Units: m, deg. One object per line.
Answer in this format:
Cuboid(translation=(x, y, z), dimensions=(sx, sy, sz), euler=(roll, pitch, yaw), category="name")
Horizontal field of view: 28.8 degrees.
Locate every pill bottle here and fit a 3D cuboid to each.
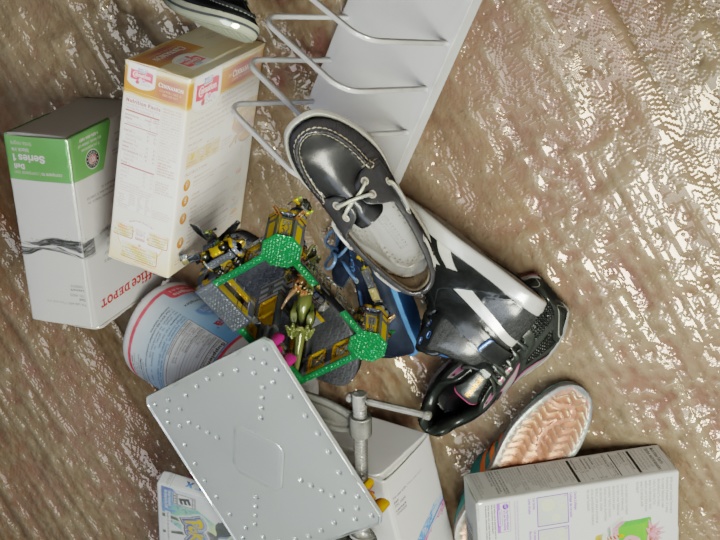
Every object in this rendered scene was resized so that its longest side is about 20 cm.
Cuboid(translation=(-0.141, 0.097, 1.431), dimensions=(0.199, 0.108, 0.110), euler=(27, 121, 33), category="pill bottle")

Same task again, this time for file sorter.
Cuboid(translation=(-0.011, -0.195, 1.248), dimensions=(0.139, 0.124, 0.201), euler=(45, 125, 32), category="file sorter")

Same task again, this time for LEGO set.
Cuboid(translation=(-0.062, 0.008, 1.319), dimensions=(0.153, 0.116, 0.200), euler=(-35, 118, 29), category="LEGO set")

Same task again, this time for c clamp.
Cuboid(translation=(-0.020, 0.191, 1.322), dimensions=(0.170, 0.027, 0.202), euler=(19, 123, 24), category="c clamp")

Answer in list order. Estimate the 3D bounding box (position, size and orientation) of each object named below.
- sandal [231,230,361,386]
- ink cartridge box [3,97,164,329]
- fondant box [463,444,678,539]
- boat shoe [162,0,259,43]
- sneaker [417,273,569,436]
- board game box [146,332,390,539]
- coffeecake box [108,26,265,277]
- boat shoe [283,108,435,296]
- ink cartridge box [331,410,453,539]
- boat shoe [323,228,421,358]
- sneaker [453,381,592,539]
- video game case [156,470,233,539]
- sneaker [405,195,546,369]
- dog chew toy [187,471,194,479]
Cuboid(translation=(-0.067, 0.032, 1.447), dimensions=(0.200, 0.043, 0.076), euler=(47, 115, 12), category="sandal")
Cuboid(translation=(-0.278, -0.060, 1.437), dimensions=(0.084, 0.146, 0.202), euler=(6, 112, 23), category="ink cartridge box")
Cuboid(translation=(0.203, 0.258, 1.350), dimensions=(0.198, 0.058, 0.146), euler=(-7, 111, -7), category="fondant box")
Cuboid(translation=(-0.141, -0.261, 1.292), dimensions=(0.074, 0.200, 0.063), euler=(20, 105, -32), category="boat shoe")
Cuboid(translation=(0.126, 0.095, 1.355), dimensions=(0.080, 0.086, 0.201), euler=(37, 120, 4), category="sneaker")
Cuboid(translation=(-0.090, 0.171, 1.327), dimensions=(0.199, 0.026, 0.201), euler=(-27, 97, 43), category="board game box")
Cuboid(translation=(-0.168, -0.118, 1.359), dimensions=(0.073, 0.153, 0.202), euler=(19, 117, 17), category="coffeecake box")
Cuboid(translation=(0.004, -0.054, 1.216), dimensions=(0.073, 0.061, 0.200), euler=(-29, 126, 9), category="boat shoe")
Cuboid(translation=(0.011, 0.250, 1.431), dimensions=(0.144, 0.084, 0.201), euler=(12, 127, 39), category="ink cartridge box")
Cuboid(translation=(0.000, 0.000, 1.373), dimensions=(0.068, 0.084, 0.202), euler=(-15, 102, 17), category="boat shoe")
Cuboid(translation=(0.154, 0.186, 1.393), dimensions=(0.071, 0.080, 0.201), euler=(34, 100, -10), category="sneaker")
Cuboid(translation=(-0.126, 0.305, 1.479), dimensions=(0.181, 0.022, 0.201), euler=(15, 133, 10), category="video game case")
Cuboid(translation=(0.067, 0.015, 1.318), dimensions=(0.200, 0.073, 0.112), euler=(39, 97, 26), category="sneaker")
Cuboid(translation=(-0.136, 0.235, 1.514), dimensions=(0.124, 0.125, 0.201), euler=(29, 127, 10), category="dog chew toy")
